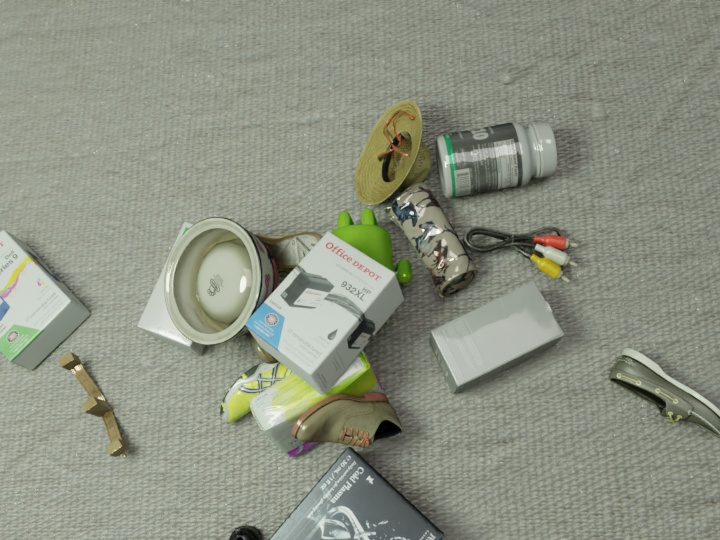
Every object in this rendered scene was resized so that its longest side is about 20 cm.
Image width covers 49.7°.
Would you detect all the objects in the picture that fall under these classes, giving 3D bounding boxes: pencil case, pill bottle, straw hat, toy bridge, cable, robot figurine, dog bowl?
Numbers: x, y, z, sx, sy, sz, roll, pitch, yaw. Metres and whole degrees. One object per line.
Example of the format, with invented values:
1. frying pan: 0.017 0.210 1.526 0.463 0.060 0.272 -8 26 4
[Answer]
1. pencil case: 0.125 -0.050 1.355 0.089 0.078 0.201 -33 72 12
2. pill bottle: 0.238 -0.199 1.375 0.198 0.113 0.114 -10 72 1
3. straw hat: 0.080 -0.196 1.397 0.085 0.200 0.203 22 71 -32
4. toy bridge: -0.445 0.232 1.316 0.027 0.067 0.201 -34 72 -6
5. cable: 0.281 -0.052 1.342 0.198 0.050 0.098 19 74 -5
6. robot figurine: 0.000 0.000 1.329 0.173 0.116 0.202 -6 72 5
7. dog bowl: -0.217 0.019 1.244 0.198 0.074 0.203 -4 82 30

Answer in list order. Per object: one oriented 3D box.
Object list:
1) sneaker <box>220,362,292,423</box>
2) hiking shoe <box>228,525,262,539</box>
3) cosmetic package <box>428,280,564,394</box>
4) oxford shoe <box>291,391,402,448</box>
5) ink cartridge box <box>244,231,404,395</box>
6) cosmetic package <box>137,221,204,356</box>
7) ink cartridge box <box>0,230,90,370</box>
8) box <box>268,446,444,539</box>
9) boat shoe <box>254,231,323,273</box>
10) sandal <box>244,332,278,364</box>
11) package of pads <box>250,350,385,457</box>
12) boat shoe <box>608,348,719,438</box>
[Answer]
1. sneaker: -0.147 0.193 1.302 0.199 0.075 0.077 -39 72 -7
2. hiking shoe: -0.184 0.498 1.193 0.075 0.101 0.202 -10 72 2
3. cosmetic package: 0.224 0.112 1.293 0.198 0.090 0.108 -23 72 -6
4. oxford shoe: -0.014 0.235 1.183 0.199 0.071 0.075 -5 39 -41
5. ink cartridge box: -0.052 0.062 1.188 0.145 0.084 0.200 32 71 28
6. cosmetic package: -0.293 0.033 1.359 0.107 0.085 0.202 18 74 7
7. ink cartridge box: -0.607 0.052 1.377 0.200 0.088 0.145 42 81 17
8. box: -0.008 0.415 1.196 0.196 0.124 0.200 40 79 13
9. boat shoe: -0.144 -0.025 1.302 0.198 0.066 0.075 -1 85 17
10. sandal: -0.191 0.091 1.313 0.054 0.080 0.201 -47 47 16
11. package of pads: -0.065 0.208 1.244 0.199 0.155 0.068 -31 58 -5
12. boat shoe: 0.496 0.207 1.249 0.201 0.072 0.060 37 80 21
